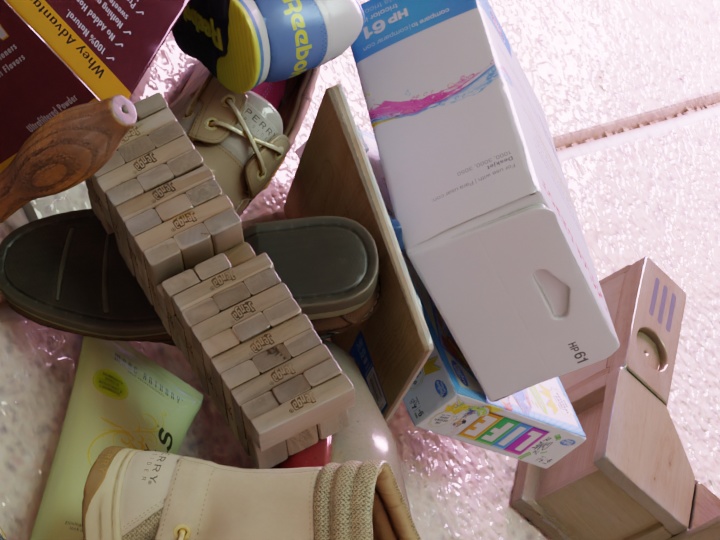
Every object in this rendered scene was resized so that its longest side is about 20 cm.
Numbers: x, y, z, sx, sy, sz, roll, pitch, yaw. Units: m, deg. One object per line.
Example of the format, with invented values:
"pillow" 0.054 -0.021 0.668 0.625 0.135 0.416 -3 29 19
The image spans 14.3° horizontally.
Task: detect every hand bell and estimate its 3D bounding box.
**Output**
"hand bell" -0.175 -0.033 1.357 0.104 0.200 0.105 29 46 -34

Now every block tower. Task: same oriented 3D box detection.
"block tower" -0.073 0.008 1.419 0.054 0.058 0.200 -27 60 -12

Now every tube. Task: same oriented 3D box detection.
"tube" -0.130 0.110 1.440 0.200 0.052 0.058 -75 159 -48

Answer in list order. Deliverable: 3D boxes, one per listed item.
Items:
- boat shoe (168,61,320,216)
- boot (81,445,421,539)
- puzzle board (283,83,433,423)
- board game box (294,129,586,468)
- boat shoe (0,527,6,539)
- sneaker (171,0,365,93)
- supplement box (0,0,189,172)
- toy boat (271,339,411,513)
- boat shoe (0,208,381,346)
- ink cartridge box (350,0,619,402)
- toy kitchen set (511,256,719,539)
"boat shoe" -0.074 -0.079 1.617 0.074 0.069 0.200 44 39 -20
"boot" -0.042 0.177 1.360 0.073 0.155 0.201 -54 140 -63
"puzzle board" 0.000 0.000 1.570 0.017 0.200 0.151 -17 76 -13
"board game box" 0.047 0.014 1.676 0.134 0.034 0.201 21 38 -49
"boat shoe" -0.192 0.125 1.320 0.071 0.091 0.201 22 50 -39
"sneaker" -0.062 -0.156 1.614 0.200 0.082 0.074 -131 -152 -56
"supplement box" -0.197 -0.172 1.483 0.197 0.133 0.200 47 38 -17
"toy boat" -0.044 0.125 1.477 0.200 0.130 0.131 -119 -165 -67
"boat shoe" -0.089 0.014 1.489 0.199 0.068 0.072 3 64 1
"ink cartridge box" 0.066 -0.050 1.602 0.145 0.084 0.200 59 11 -45
"toy kitchen set" 0.230 0.110 1.764 0.200 0.163 0.181 41 40 -23
